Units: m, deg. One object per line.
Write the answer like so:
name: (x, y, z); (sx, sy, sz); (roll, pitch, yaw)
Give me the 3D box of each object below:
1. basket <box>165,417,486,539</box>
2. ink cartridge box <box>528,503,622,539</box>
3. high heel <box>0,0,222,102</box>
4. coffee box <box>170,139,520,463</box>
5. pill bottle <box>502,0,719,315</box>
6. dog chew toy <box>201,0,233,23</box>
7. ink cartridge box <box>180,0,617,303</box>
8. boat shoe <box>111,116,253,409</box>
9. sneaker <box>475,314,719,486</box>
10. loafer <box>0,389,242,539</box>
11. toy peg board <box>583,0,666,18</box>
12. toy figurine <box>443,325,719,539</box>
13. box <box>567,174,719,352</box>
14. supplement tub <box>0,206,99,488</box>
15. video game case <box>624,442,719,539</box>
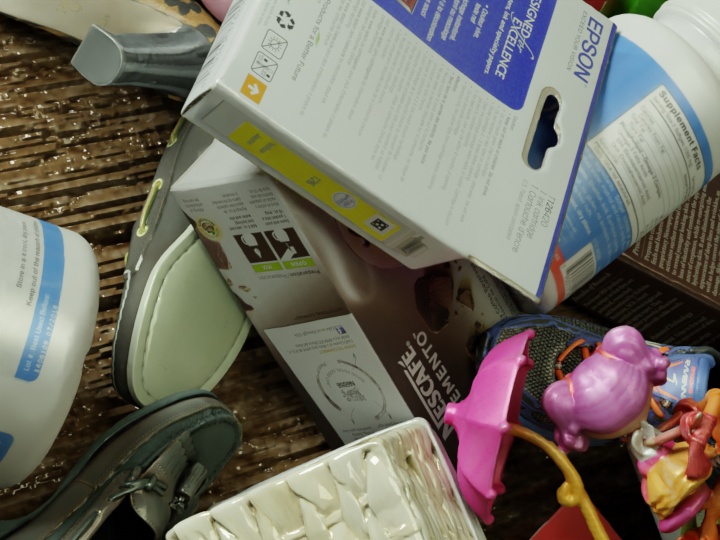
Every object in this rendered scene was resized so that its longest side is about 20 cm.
basket: (0.002, 0.185, 0.887); (0.201, 0.135, 0.123); (67, 10, 10)
ink cartridge box: (0.136, 0.238, 1.012); (0.116, 0.067, 0.200); (-39, 92, -37)
high heel: (-0.156, -0.172, 1.036); (0.200, 0.071, 0.142); (50, 24, 17)
coffee box: (0.000, 0.000, 0.983); (0.113, 0.080, 0.200); (-51, 121, -38)
pill bottle: (0.142, -0.075, 1.035); (0.200, 0.112, 0.112); (-38, 92, -14)
dog chew toy: (-0.056, -0.222, 1.054); (0.124, 0.125, 0.200); (5, 40, -29)
ink cartridge box: (0.028, -0.105, 0.933); (0.200, 0.047, 0.198); (35, 53, -22)
boat shoe: (-0.092, -0.011, 0.988); (0.072, 0.060, 0.202); (44, 55, -39)
sneaker: (0.159, 0.063, 0.987); (0.199, 0.078, 0.076); (14, 67, -7)
loafer: (-0.126, 0.134, 0.889); (0.200, 0.063, 0.072); (-36, 134, -31)
toy peg board: (0.082, -0.201, 1.111); (0.198, 0.098, 0.200); (-1, 49, -31)
toy figurine: (0.135, 0.104, 0.913); (0.200, 0.150, 0.184); (-39, 92, 7)
box: (0.204, -0.008, 1.149); (0.199, 0.075, 0.100); (28, 57, -15)
supplement tub: (-0.235, 0.016, 0.845); (0.199, 0.132, 0.132); (21, 60, -23)
video game case: (0.232, 0.170, 1.078); (0.182, 0.023, 0.201); (6, 61, -56)
